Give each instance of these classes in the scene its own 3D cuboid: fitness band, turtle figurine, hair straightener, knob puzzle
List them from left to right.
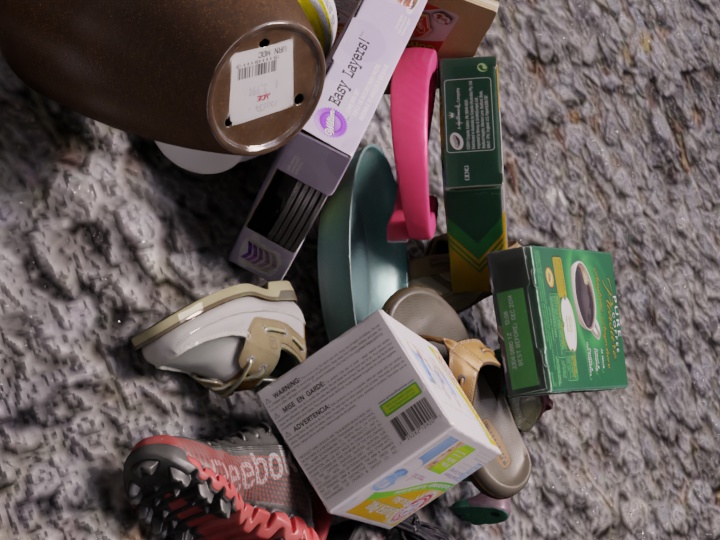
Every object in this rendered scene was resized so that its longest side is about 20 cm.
[{"bbox_3d":[-0.030,0.251,1.649,0.077,0.041,0.201,52,32,-29],"label":"hair straightener"},{"bbox_3d":[0.005,-0.204,1.871,0.220,0.219,0.031,41,53,-42],"label":"knob puzzle"},{"bbox_3d":[0.043,-0.100,1.810,0.200,0.037,0.145,-74,166,-76],"label":"fitness band"},{"bbox_3d":[0.113,0.107,1.951,0.150,0.100,0.201,44,44,-32],"label":"turtle figurine"}]

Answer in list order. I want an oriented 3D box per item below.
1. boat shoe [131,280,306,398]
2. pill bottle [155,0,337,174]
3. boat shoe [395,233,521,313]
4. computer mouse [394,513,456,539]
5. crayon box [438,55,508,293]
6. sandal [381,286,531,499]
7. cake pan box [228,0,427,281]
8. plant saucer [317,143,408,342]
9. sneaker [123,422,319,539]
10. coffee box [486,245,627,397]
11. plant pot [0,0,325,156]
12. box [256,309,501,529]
[{"bbox_3d":[-0.090,0.052,1.639,0.200,0.074,0.069,-12,77,-63],"label":"boat shoe"},{"bbox_3d":[-0.092,-0.155,1.736,0.110,0.109,0.200,58,30,-21],"label":"pill bottle"},{"bbox_3d":[0.091,-0.005,2.007,0.200,0.071,0.065,-26,95,-61],"label":"boat shoe"},{"bbox_3d":[0.045,0.271,1.772,0.140,0.046,0.201,35,31,-41],"label":"computer mouse"},{"bbox_3d":[0.095,-0.068,1.902,0.200,0.051,0.126,79,8,-59],"label":"crayon box"},{"bbox_3d":[0.086,0.096,1.825,0.082,0.054,0.201,-41,107,-38],"label":"sandal"},{"bbox_3d":[-0.025,-0.109,1.722,0.052,0.184,0.201,26,52,-2],"label":"cake pan box"},{"bbox_3d":[0.000,0.000,1.826,0.200,0.036,0.202,-3,90,-77],"label":"plant saucer"},{"bbox_3d":[-0.096,0.143,1.572,0.200,0.070,0.098,36,42,-49],"label":"sneaker"},{"bbox_3d":[0.167,0.044,1.909,0.200,0.044,0.124,0,81,-65],"label":"coffee box"},{"bbox_3d":[-0.117,-0.159,1.520,0.200,0.187,0.187,37,0,44],"label":"plant pot"},{"bbox_3d":[0.018,0.113,1.674,0.102,0.112,0.200,57,6,15],"label":"box"}]
